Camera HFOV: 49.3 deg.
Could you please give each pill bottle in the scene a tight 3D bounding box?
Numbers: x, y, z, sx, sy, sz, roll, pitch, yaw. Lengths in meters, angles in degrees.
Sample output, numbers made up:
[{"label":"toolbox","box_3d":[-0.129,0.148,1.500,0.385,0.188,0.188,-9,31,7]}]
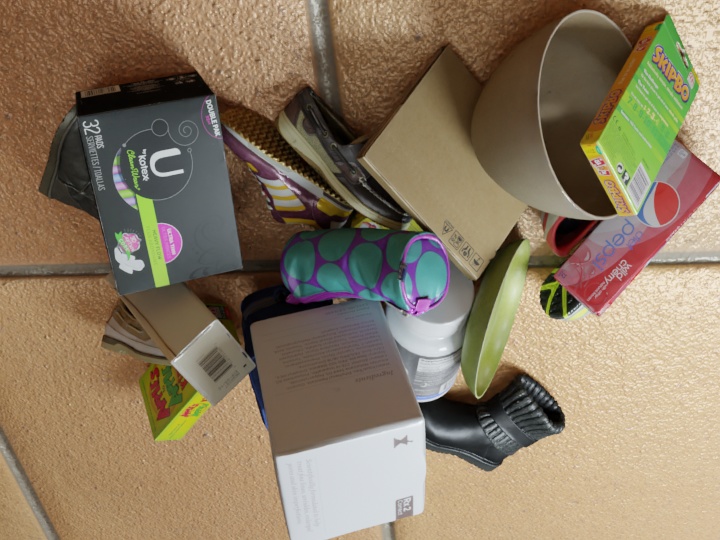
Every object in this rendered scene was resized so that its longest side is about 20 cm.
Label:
[{"label":"pill bottle","box_3d":[0.083,0.075,0.993,0.111,0.116,0.202,7,147,2]}]

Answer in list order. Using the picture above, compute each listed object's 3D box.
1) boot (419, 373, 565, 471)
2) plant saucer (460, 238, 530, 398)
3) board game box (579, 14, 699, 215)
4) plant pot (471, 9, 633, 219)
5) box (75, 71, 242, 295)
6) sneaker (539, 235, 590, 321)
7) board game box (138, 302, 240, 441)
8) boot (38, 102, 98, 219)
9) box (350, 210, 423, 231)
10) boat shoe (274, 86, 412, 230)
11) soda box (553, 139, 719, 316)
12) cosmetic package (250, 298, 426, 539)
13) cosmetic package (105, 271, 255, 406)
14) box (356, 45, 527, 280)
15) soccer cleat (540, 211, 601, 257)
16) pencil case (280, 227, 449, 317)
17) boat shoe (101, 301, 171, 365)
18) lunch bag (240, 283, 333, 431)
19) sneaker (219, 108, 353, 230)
[{"label":"boot","box_3d":[0.176,0.204,1.132,0.208,0.081,0.158,25,133,-25]},{"label":"plant saucer","box_3d":[0.163,0.055,0.963,0.030,0.201,0.203,17,130,19]},{"label":"board game box","box_3d":[0.290,-0.162,0.798,0.030,0.201,0.096,2,139,52]},{"label":"plant pot","box_3d":[0.193,-0.150,0.820,0.133,0.202,0.201,-3,135,50]},{"label":"box","box_3d":[-0.226,-0.100,0.883,0.145,0.124,0.204,-13,117,-15]},{"label":"sneaker","box_3d":[0.309,-0.015,0.974,0.200,0.076,0.076,-44,147,25]},{"label":"board game box","box_3d":[-0.244,0.148,1.126,0.047,0.103,0.200,6,138,-45]},{"label":"boot","box_3d":[-0.283,-0.103,0.969,0.198,0.073,0.182,32,137,-8]},{"label":"box","box_3d":[0.077,-0.066,0.968,0.199,0.049,0.117,-37,115,26]},{"label":"boat shoe","box_3d":[-0.011,-0.127,0.894,0.199,0.073,0.065,40,116,0]},{"label":"soda box","box_3d":[0.311,-0.045,0.888,0.070,0.063,0.201,43,101,17]},{"label":"cosmetic package","box_3d":[-0.028,0.169,0.908,0.161,0.202,0.167,-11,130,-8]},{"label":"cosmetic package","box_3d":[-0.220,0.061,0.951,0.073,0.199,0.104,-42,136,-12]},{"label":"box","box_3d":[0.110,-0.117,0.873,0.200,0.165,0.021,44,164,-22]},{"label":"soccer cleat","box_3d":[0.278,-0.101,0.899,0.067,0.074,0.201,25,126,-12]},{"label":"pencil case","box_3d":[0.000,0.000,0.894,0.197,0.095,0.084,3,167,42]},{"label":"boat shoe","box_3d":[-0.279,0.087,1.070,0.196,0.070,0.074,9,177,31]},{"label":"lunch bag","box_3d":[-0.088,0.106,1.059,0.133,0.133,0.203,-13,130,-7]},{"label":"sneaker","box_3d":[-0.100,-0.107,0.942,0.198,0.076,0.090,34,123,-15]}]
